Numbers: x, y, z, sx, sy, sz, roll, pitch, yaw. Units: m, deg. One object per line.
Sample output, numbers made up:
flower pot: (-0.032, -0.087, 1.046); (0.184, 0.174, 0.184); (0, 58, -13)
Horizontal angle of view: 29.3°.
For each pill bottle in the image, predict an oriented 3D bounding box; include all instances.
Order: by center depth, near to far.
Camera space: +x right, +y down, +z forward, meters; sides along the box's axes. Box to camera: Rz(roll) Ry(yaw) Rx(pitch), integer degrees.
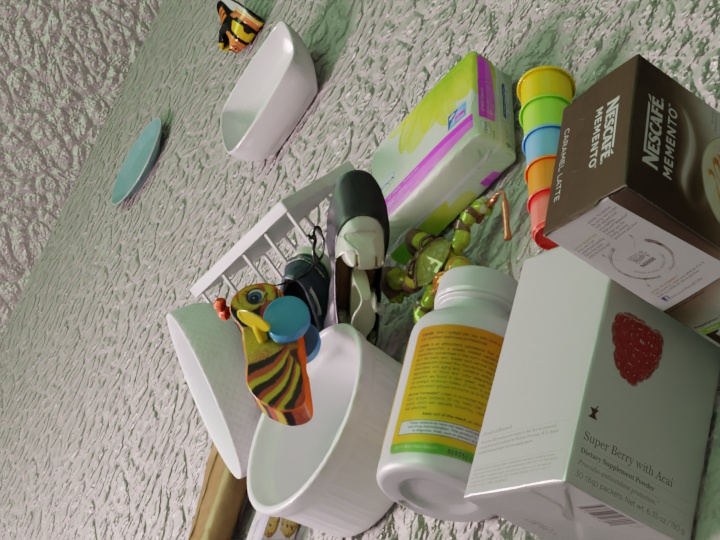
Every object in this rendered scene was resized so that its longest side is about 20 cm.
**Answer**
pill bottle: (0.088, 0.103, 1.189); (0.111, 0.110, 0.202); (-29, 39, 52)

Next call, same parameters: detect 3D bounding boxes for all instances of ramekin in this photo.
ramekin: (-0.021, 0.164, 1.368); (0.201, 0.097, 0.202); (-46, 28, 32)

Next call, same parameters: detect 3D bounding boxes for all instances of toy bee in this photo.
toy bee: (-0.093, 0.061, 1.370); (0.107, 0.132, 0.201); (-4, 37, 11)

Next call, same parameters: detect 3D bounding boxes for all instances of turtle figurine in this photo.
turtle figurine: (0.071, 0.006, 1.394); (0.161, 0.064, 0.203); (5, 73, 68)

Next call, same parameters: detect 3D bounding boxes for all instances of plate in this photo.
plate: (-0.450, -0.218, 2.812); (0.200, 0.025, 0.202); (-46, 26, 31)

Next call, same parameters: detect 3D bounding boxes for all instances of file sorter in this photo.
file sorter: (-0.070, -0.004, 1.587); (0.200, 0.125, 0.138); (-40, -3, 41)

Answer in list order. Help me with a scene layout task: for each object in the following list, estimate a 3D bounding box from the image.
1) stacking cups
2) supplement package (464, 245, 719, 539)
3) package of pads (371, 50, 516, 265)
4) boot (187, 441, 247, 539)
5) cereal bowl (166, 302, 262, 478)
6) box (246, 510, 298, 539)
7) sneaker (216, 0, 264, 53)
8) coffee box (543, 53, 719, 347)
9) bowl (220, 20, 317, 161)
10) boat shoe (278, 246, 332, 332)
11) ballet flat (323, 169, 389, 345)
stacking cups: (0.176, -0.107, 1.307); (0.060, 0.060, 0.202); (-40, 30, 40)
supplement package: (0.176, 0.089, 1.004); (0.119, 0.120, 0.202); (-25, 43, 55)
package of pads: (0.086, -0.126, 1.509); (0.200, 0.068, 0.156); (-44, 29, 35)
boot: (-0.156, 0.279, 1.568); (0.174, 0.066, 0.202); (-27, 39, 53)
cereal bowl: (-0.140, 0.123, 1.533); (0.082, 0.203, 0.200); (-24, 18, -14)
box: (-0.089, 0.267, 1.471); (0.039, 0.041, 0.202); (-20, 46, 58)
sneaker: (-0.246, -0.458, 2.591); (0.091, 0.070, 0.200); (-57, 25, 2)
coffee box: (0.228, -0.036, 0.934); (0.079, 0.198, 0.116); (-33, 35, 48)
bowl: (-0.136, -0.268, 2.138); (0.201, 0.074, 0.200); (-53, 24, 17)
boat shoe: (-0.062, 0.072, 1.497); (0.062, 0.074, 0.202); (-50, -25, -48)
ballet flat: (0.000, 0.000, 1.409); (0.073, 0.072, 0.203); (-114, 25, -62)
